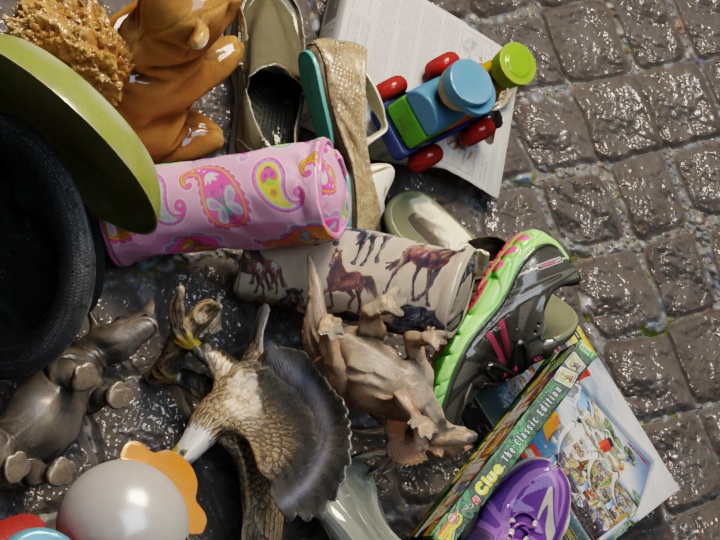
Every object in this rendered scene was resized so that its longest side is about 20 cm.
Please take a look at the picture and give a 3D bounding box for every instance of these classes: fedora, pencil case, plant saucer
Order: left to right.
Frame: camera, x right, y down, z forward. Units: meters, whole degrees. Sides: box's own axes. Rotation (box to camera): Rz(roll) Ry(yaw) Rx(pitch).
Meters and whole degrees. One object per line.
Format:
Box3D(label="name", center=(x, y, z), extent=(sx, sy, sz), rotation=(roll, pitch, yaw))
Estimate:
Box3D(label="fedora", center=(-0.258, -0.019, 1.246), extent=(0.091, 0.200, 0.202), rotation=(0, 67, -63))
Box3D(label="plant saucer", center=(-0.216, -0.105, 1.204), extent=(0.200, 0.200, 0.031), rotation=(42, 71, -7))
Box3D(label="pencil case", center=(-0.109, -0.055, 1.299), extent=(0.198, 0.087, 0.088), rotation=(-6, 67, 17))
Box3D(label="pencil case", center=(0.000, 0.000, 1.339), extent=(0.198, 0.078, 0.090), rotation=(11, 60, 17))

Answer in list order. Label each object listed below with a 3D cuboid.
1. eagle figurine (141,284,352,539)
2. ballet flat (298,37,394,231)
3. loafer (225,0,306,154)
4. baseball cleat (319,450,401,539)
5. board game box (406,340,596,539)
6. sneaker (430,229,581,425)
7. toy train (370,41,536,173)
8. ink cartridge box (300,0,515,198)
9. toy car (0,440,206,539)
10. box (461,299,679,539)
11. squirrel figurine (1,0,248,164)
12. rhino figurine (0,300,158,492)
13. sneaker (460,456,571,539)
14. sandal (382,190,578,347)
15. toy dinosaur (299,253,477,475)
Box3D(label="eagle figurine", center=(-0.086, 0.124, 1.268), extent=(0.151, 0.152, 0.200), rotation=(-46, 76, 3))
Box3D(label="ballet flat", center=(-0.003, -0.099, 1.401), extent=(0.065, 0.070, 0.202), rotation=(-14, 107, -22))
Box3D(label="loafer", center=(-0.073, -0.167, 1.424), extent=(0.075, 0.070, 0.202), rotation=(7, 68, -25))
Box3D(label="baseball cleat", center=(-0.009, 0.221, 1.311), extent=(0.069, 0.107, 0.200), rotation=(-4, 43, -35))
Box3D(label="board game box", center=(0.114, 0.146, 1.348), extent=(0.023, 0.105, 0.200), rotation=(39, 76, 2))
Box3D(label="sneaker", center=(0.115, 0.063, 1.372), extent=(0.083, 0.077, 0.201), rotation=(33, 89, -3))
Box3D(label="toy train", center=(0.113, -0.166, 1.450), extent=(0.199, 0.116, 0.085), rotation=(-28, 90, -37))
Box3D(label="ink cartridge box", center=(0.049, -0.167, 1.511), extent=(0.199, 0.047, 0.161), rotation=(26, 60, -27))
Box3D(label="toy car", center=(-0.170, 0.212, 1.160), extent=(0.177, 0.184, 0.200), rotation=(48, 57, -4))
Box3D(label="box", center=(0.175, 0.144, 1.452), extent=(0.136, 0.038, 0.201), rotation=(-29, 86, -31))
Box3D(label="squirrel figurine", center=(-0.180, -0.169, 1.300), extent=(0.199, 0.187, 0.142), rotation=(-19, 80, -31))
Box3D(label="rhino figurine", center=(-0.217, 0.089, 1.244), extent=(0.060, 0.087, 0.200), rotation=(53, 55, -25))
Box3D(label="sneaker", center=(0.114, 0.237, 1.341), extent=(0.080, 0.083, 0.200), rotation=(37, 66, 1))
Box3D(label="sandal", center=(0.103, -0.002, 1.438), extent=(0.201, 0.057, 0.080), rotation=(39, 51, 8))
Box3D(label="toy dinosaur", center=(0.006, 0.087, 1.293), extent=(0.200, 0.136, 0.086), rotation=(42, 58, 2))
